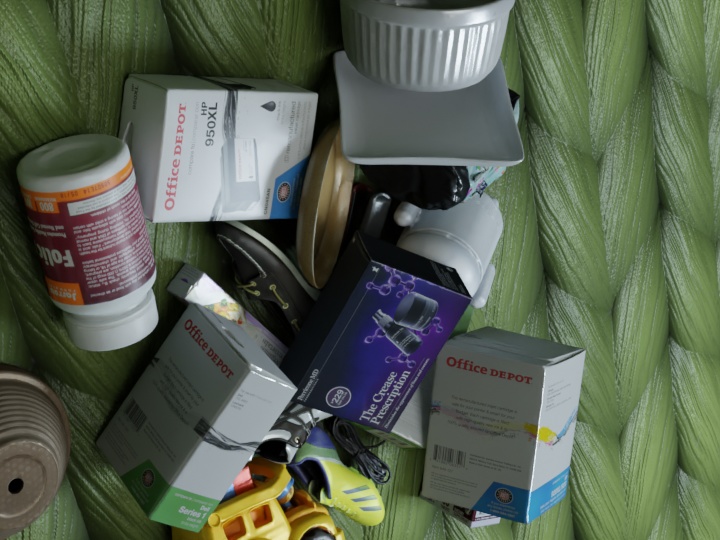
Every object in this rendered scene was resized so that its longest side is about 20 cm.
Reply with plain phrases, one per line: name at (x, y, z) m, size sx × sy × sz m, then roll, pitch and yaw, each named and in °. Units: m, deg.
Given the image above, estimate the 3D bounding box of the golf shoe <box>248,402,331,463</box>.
golf shoe at (-0.087, 0.186, 1.734) m, size 0.200 × 0.095 × 0.078 m, roll -7°, pitch 156°, yaw -36°

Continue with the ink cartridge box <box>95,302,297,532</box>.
ink cartridge box at (-0.180, 0.159, 1.588) m, size 0.084 × 0.146 × 0.200 m, roll 28°, pitch 100°, yaw -44°

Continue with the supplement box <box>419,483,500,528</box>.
supplement box at (0.153, 0.233, 1.966) m, size 0.061 × 0.109 × 0.200 m, roll 0°, pitch 106°, yaw -41°

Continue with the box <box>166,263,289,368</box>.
box at (-0.145, 0.063, 1.682) m, size 0.039 × 0.041 × 0.200 m, roll -53°, pitch 134°, yaw -10°

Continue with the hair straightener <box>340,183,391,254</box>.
hair straightener at (0.000, 0.000, 1.759) m, size 0.041 × 0.077 × 0.200 m, roll 9°, pitch 100°, yaw -44°

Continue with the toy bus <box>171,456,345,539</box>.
toy bus at (-0.134, 0.286, 1.735) m, size 0.200 × 0.136 × 0.192 m, roll -20°, pitch 103°, yaw -37°

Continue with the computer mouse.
computer mouse at (0.037, 0.165, 1.888) m, size 0.200 × 0.046 × 0.140 m, roll -51°, pitch 122°, yaw -12°

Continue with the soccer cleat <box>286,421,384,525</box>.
soccer cleat at (-0.037, 0.271, 1.827) m, size 0.200 × 0.065 × 0.084 m, roll 54°, pitch 34°, yaw -34°

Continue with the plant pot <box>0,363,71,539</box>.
plant pot at (-0.375, 0.205, 1.499) m, size 0.201 × 0.093 × 0.201 m, roll -18°, pitch 119°, yaw -36°

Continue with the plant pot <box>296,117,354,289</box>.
plant pot at (-0.041, -0.079, 1.660) m, size 0.200 × 0.027 × 0.201 m, roll 10°, pitch 90°, yaw -81°

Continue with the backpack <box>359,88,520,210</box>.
backpack at (0.103, -0.157, 1.741) m, size 0.200 × 0.167 × 0.127 m, roll -39°, pitch 149°, yaw -44°

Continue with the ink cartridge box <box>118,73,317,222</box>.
ink cartridge box at (-0.155, -0.131, 1.564) m, size 0.200 × 0.084 × 0.145 m, roll -4°, pitch 109°, yaw -40°

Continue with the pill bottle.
pill bottle at (-0.272, -0.027, 1.482) m, size 0.114 × 0.114 × 0.200 m, roll -27°, pitch 123°, yaw -31°

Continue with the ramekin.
ramekin at (0.071, -0.280, 1.635) m, size 0.200 × 0.200 × 0.105 m, roll -22°, pitch 130°, yaw -34°

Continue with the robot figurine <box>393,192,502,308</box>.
robot figurine at (0.106, -0.031, 1.789) m, size 0.170 × 0.113 × 0.200 m, roll 44°, pitch 46°, yaw -20°

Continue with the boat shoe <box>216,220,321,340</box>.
boat shoe at (-0.106, 0.012, 1.672) m, size 0.061 × 0.072 × 0.201 m, roll -53°, pitch 134°, yaw -10°

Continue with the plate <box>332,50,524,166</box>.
plate at (0.072, -0.177, 1.635) m, size 0.199 × 0.200 × 0.032 m, roll 0°, pitch 134°, yaw -6°

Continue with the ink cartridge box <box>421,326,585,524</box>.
ink cartridge box at (0.179, 0.187, 1.812) m, size 0.145 × 0.147 × 0.201 m, roll -13°, pitch 112°, yaw -60°

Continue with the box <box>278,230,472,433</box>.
box at (0.015, 0.073, 1.683) m, size 0.141 × 0.079 × 0.200 m, roll 21°, pitch 112°, yaw -22°

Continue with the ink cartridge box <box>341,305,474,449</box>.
ink cartridge box at (0.060, 0.115, 1.835) m, size 0.104 × 0.059 × 0.200 m, roll 28°, pitch 72°, yaw -21°
